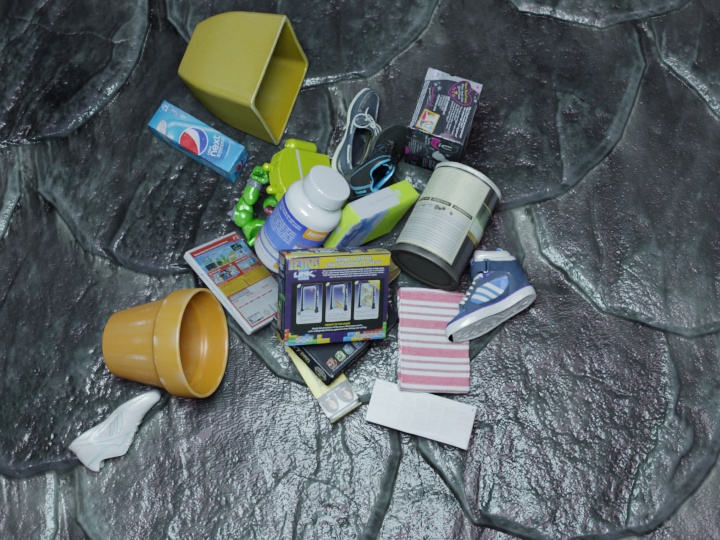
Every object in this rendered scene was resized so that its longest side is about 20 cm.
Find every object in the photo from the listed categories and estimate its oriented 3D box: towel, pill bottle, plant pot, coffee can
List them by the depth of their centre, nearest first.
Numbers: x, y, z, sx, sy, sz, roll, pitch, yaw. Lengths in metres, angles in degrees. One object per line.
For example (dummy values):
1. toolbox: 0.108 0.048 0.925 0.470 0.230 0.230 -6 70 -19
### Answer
1. pill bottle: -0.103 -0.092 1.576 0.111 0.200 0.113 23 41 -21
2. plant pot: -0.372 0.137 1.633 0.181 0.200 0.203 -3 77 18
3. towel: 0.138 0.135 1.666 0.145 0.030 0.202 5 73 -16
4. coffee can: 0.164 -0.085 1.666 0.145 0.147 0.201 27 74 7
5. plant pot: -0.245 -0.398 1.740 0.198 0.196 0.196 17 78 14

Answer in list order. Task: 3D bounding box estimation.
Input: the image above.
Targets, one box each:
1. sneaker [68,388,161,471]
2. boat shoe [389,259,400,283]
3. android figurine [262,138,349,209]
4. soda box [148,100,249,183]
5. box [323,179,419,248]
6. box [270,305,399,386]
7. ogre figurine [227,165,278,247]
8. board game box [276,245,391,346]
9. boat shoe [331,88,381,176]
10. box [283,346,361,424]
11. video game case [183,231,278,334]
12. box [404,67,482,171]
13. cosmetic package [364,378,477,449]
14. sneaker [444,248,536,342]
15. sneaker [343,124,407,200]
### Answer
1. sneaker: -0.453 0.302 1.656 0.200 0.070 0.080 -38 88 0
2. boat shoe: -0.002 -0.002 1.661 0.199 0.063 0.074 -9 61 -29
3. android figurine: -0.107 -0.170 1.694 0.041 0.199 0.184 -22 75 42
4. soda box: -0.328 -0.262 1.769 0.199 0.068 0.065 30 80 8
5. box: 0.011 -0.095 1.648 0.199 0.122 0.048 -26 73 -44
6. box: -0.047 0.097 1.656 0.161 0.049 0.200 44 58 12
7. ogre figurine: -0.176 -0.094 1.709 0.120 0.098 0.201 -37 121 -3
8. board game box: -0.049 0.044 1.567 0.198 0.057 0.167 -2 105 -20
9. boat shoe: 0.002 -0.278 1.746 0.061 0.075 0.202 1 61 47
10. box: -0.078 0.190 1.670 0.075 0.050 0.201 -31 77 -7
11. video game case: -0.230 0.021 1.683 0.200 0.017 0.143 49 38 10
12. box: 0.160 -0.283 1.691 0.114 0.200 0.133 19 79 4
13. cosmetic package: 0.114 0.272 1.647 0.198 0.051 0.083 16 81 5
14. sneaker: 0.224 0.036 1.679 0.199 0.081 0.147 -27 61 -7
15. sneaker: 0.049 -0.209 1.697 0.073 0.081 0.201 52 59 -30
